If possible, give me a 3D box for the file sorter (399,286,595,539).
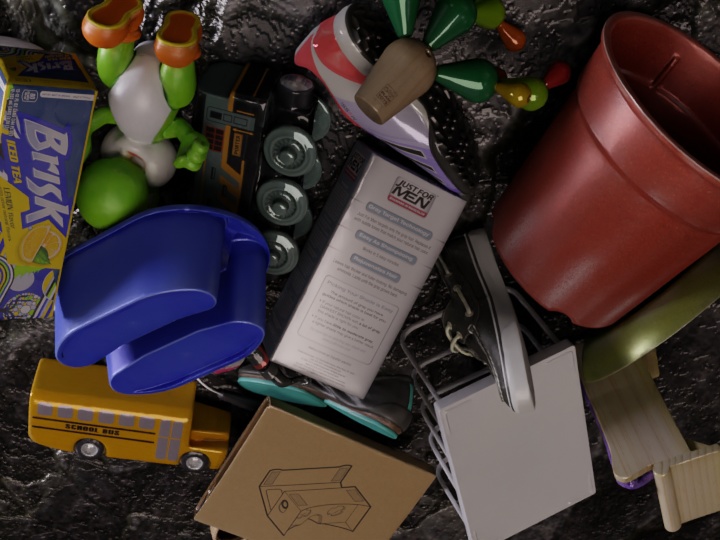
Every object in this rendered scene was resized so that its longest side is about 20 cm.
[{"bbox_3d":[0.131,0.141,1.081,0.137,0.125,0.202,-23,127,-9],"label":"file sorter"}]

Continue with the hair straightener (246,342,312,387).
[{"bbox_3d":[-0.117,0.034,1.035,0.041,0.077,0.200,-43,100,12],"label":"hair straightener"}]

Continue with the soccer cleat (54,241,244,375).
[{"bbox_3d":[-0.191,0.036,1.035,0.197,0.070,0.087,19,117,-18],"label":"soccer cleat"}]

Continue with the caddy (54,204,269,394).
[{"bbox_3d":[-0.167,0.018,0.926,0.198,0.106,0.141,-24,142,23],"label":"caddy"}]

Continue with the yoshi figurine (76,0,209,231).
[{"bbox_3d":[-0.183,-0.107,0.883,0.111,0.113,0.202,-17,143,-31],"label":"yoshi figurine"}]

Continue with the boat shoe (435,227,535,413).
[{"bbox_3d":[0.106,0.048,0.978,0.063,0.202,0.071,-17,134,5],"label":"boat shoe"}]

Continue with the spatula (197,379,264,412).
[{"bbox_3d":[-0.151,0.111,1.109,0.199,0.056,0.021,32,88,-32],"label":"spatula"}]

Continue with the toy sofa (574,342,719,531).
[{"bbox_3d":[0.267,0.145,1.059,0.096,0.201,0.084,-19,127,4],"label":"toy sofa"}]

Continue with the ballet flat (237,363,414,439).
[{"bbox_3d":[-0.029,0.107,1.084,0.198,0.069,0.068,14,162,31],"label":"ballet flat"}]

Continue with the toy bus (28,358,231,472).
[{"bbox_3d":[-0.228,0.145,1.116,0.196,0.066,0.079,8,124,-9],"label":"toy bus"}]

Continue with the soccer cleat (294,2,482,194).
[{"bbox_3d":[0.028,-0.134,0.932,0.073,0.069,0.200,-20,129,36],"label":"soccer cleat"}]

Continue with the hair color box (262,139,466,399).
[{"bbox_3d":[0.000,0.000,0.983,0.098,0.061,0.202,24,101,-20],"label":"hair color box"}]

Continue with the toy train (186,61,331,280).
[{"bbox_3d":[-0.092,-0.083,0.950,0.112,0.086,0.202,15,128,2],"label":"toy train"}]

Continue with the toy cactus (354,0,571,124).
[{"bbox_3d":[0.066,-0.178,0.849,0.165,0.102,0.200,-47,117,-9],"label":"toy cactus"}]

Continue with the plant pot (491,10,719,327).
[{"bbox_3d":[0.218,-0.069,0.914,0.199,0.203,0.196,24,130,-20],"label":"plant pot"}]

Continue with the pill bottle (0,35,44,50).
[{"bbox_3d":[-0.299,-0.080,0.918,0.108,0.110,0.202,3,126,-5],"label":"pill bottle"}]

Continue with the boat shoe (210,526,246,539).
[{"bbox_3d":[-0.078,0.241,1.192,0.198,0.070,0.074,-30,123,18],"label":"boat shoe"}]

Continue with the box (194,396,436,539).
[{"bbox_3d":[-0.047,0.228,1.134,0.198,0.021,0.165,25,114,-20],"label":"box"}]

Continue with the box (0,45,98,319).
[{"bbox_3d":[-0.255,-0.062,0.836,0.069,0.064,0.202,-1,124,-33],"label":"box"}]

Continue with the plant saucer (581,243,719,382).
[{"bbox_3d":[0.270,0.026,0.996,0.199,0.200,0.031,-40,88,24],"label":"plant saucer"}]
